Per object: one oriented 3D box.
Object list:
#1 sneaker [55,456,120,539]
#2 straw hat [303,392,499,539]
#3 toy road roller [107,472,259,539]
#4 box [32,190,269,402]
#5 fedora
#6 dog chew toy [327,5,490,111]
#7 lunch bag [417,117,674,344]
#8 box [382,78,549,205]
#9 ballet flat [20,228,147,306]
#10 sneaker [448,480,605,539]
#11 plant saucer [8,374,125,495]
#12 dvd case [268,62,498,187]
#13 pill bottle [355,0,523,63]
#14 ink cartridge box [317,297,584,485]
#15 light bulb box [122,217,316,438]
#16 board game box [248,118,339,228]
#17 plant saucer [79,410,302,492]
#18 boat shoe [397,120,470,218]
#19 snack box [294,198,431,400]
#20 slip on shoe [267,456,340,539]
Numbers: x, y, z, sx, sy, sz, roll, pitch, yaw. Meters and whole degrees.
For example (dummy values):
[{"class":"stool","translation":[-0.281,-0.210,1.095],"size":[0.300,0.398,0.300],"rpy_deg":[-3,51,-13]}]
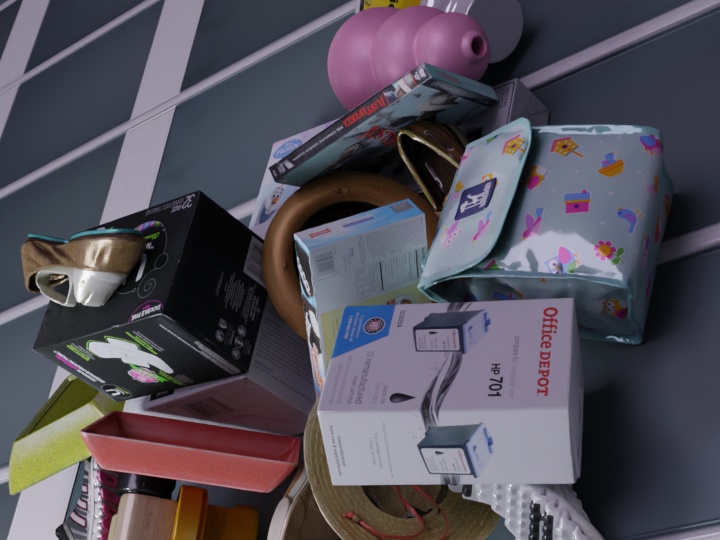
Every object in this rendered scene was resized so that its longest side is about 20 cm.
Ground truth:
[{"class":"sneaker","translation":[-0.297,0.272,1.577],"size":[0.087,0.074,0.200],"rpy_deg":[-32,42,24]},{"class":"straw hat","translation":[0.035,0.184,1.262],"size":[0.085,0.200,0.201],"rpy_deg":[106,176,-57]},{"class":"toy road roller","translation":[-0.183,0.282,1.424],"size":[0.200,0.146,0.123],"rpy_deg":[116,164,-64]},{"class":"box","translation":[-0.206,0.030,1.426],"size":[0.200,0.124,0.149],"rpy_deg":[-15,49,38]},{"class":"fedora","translation":[0.000,0.000,1.428],"size":[0.200,0.082,0.201],"rpy_deg":[-1,77,3]},{"class":"dog chew toy","translation":[0.056,-0.220,1.468],"size":[0.200,0.124,0.125],"rpy_deg":[-2,58,52]},{"class":"lunch bag","translation":[0.161,-0.039,1.248],"size":[0.199,0.122,0.171],"rpy_deg":[7,61,22]},{"class":"box","translation":[0.094,-0.113,1.483],"size":[0.200,0.060,0.117],"rpy_deg":[-17,48,39]},{"class":"ballet flat","translation":[-0.273,-0.001,1.375],"size":[0.200,0.068,0.073],"rpy_deg":[-1,80,47]},{"class":"sneaker","translation":[0.147,0.182,1.161],"size":[0.081,0.075,0.200],"rpy_deg":[-18,41,-29]},{"class":"plant saucer","translation":[-0.316,0.156,1.656],"size":[0.199,0.048,0.200],"rpy_deg":[-28,18,31]},{"class":"dvd case","translation":[0.024,-0.137,1.415],"size":[0.200,0.146,0.022],"rpy_deg":[-32,71,25]},{"class":"pill bottle","translation":[0.090,-0.286,1.593],"size":[0.200,0.111,0.111],"rpy_deg":[24,79,53]},{"class":"ink cartridge box","translation":[0.078,0.099,1.157],"size":[0.199,0.086,0.147],"rpy_deg":[-4,34,13]},{"class":"light bulb box","translation":[-0.128,0.075,1.514],"size":[0.198,0.125,0.200],"rpy_deg":[-20,47,37]},{"class":"board game box","translation":[-0.043,-0.084,1.625],"size":[0.200,0.043,0.199],"rpy_deg":[-15,50,41]},{"class":"plant saucer","translation":[-0.159,0.175,1.363],"size":[0.200,0.199,0.037],"rpy_deg":[147,131,-88]},{"class":"boat shoe","translation":[0.102,-0.063,1.361],"size":[0.200,0.068,0.072],"rpy_deg":[51,122,27]},{"class":"snack box","translation":[0.008,0.042,1.301],"size":[0.116,0.200,0.037],"rpy_deg":[-18,33,-19]},{"class":"slip on shoe","translation":[-0.030,0.223,1.330],"size":[0.060,0.076,0.200],"rpy_deg":[4,57,32]}]
